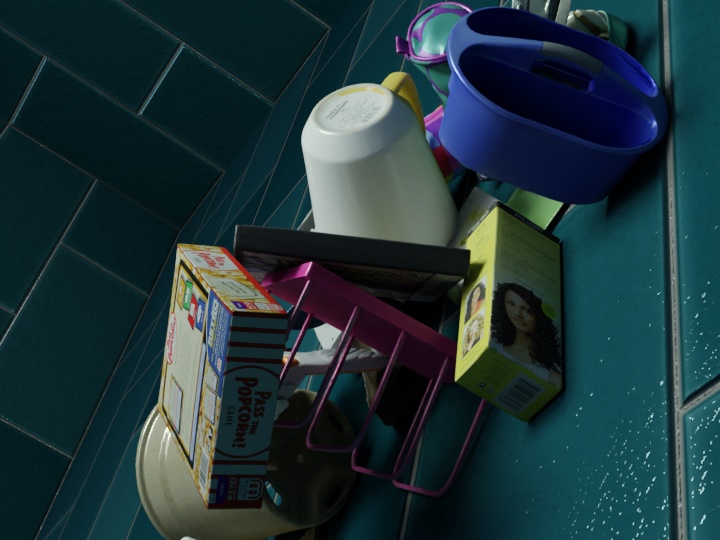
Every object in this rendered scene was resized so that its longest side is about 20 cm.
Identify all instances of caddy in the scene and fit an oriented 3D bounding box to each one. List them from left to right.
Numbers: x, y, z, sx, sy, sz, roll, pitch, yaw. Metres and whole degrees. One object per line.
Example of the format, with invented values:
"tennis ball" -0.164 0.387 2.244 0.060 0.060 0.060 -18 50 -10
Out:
"caddy" 0.160 -0.148 0.959 0.105 0.198 0.142 116 170 -50

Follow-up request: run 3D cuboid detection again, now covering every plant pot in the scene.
"plant pot" -0.104 0.199 1.180 0.183 0.200 0.202 -17 42 52

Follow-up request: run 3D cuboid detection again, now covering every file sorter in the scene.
"file sorter" -0.005 0.099 0.982 0.126 0.199 0.139 -65 17 -14

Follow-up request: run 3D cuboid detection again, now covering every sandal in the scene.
"sandal" -0.071 0.108 1.068 0.079 0.204 0.060 -171 81 -76

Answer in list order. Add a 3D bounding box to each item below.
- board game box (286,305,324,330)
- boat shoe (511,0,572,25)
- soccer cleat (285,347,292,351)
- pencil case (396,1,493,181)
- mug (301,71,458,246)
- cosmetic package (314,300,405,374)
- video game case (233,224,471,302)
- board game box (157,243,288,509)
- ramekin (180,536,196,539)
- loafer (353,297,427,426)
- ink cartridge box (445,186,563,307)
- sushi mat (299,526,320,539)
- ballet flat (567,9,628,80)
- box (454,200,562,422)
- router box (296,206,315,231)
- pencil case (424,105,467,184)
"board game box" 0.000 0.000 1.223 0.198 0.039 0.158 -25 -15 -5
"boat shoe" 0.148 -0.191 1.116 0.073 0.061 0.201 -77 5 -57
"soccer cleat" -0.115 0.085 1.223 0.077 0.070 0.200 -17 -7 1
"pencil case" 0.112 -0.186 1.188 0.091 0.200 0.086 -13 54 16
"mug" 0.007 -0.110 1.139 0.148 0.154 0.187 -18 40 1
"cosmetic package" 0.020 0.011 1.370 0.201 0.051 0.151 -57 12 6
"video game case" -0.014 -0.003 1.018 0.181 0.197 0.026 123 153 -80
"board game box" -0.116 0.076 0.903 0.200 0.046 0.153 -142 59 -64
"ramekin" -0.164 0.374 1.105 0.201 0.104 0.201 -59 12 21
"loafer" 0.020 0.087 1.171 0.073 0.071 0.200 -53 15 19
"ink cartridge box" 0.145 -0.059 1.108 0.201 0.048 0.146 -59 14 7
"sushi mat" -0.074 0.341 1.087 0.096 0.012 0.201 -53 15 26
"ballet flat" 0.224 -0.217 1.108 0.067 0.070 0.201 -34 25 28
"box" 0.125 0.028 0.943 0.050 0.075 0.201 -50 17 34
"router box" -0.026 -0.057 1.402 0.201 0.051 0.149 -56 -10 -9
"pencil case" 0.059 -0.119 1.308 0.199 0.089 0.088 -37 2 -31
